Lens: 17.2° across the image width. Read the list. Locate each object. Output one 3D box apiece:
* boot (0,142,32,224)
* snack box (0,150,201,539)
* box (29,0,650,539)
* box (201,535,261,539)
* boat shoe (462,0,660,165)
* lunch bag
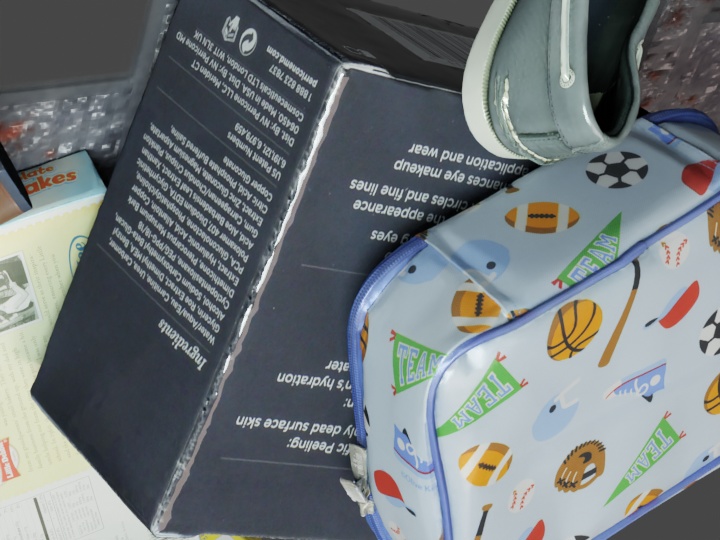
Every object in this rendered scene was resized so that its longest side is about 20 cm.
[{"bbox_3d":[-0.195,-0.053,0.856,0.097,0.075,0.200,-30,148,-1],"label":"boot"},{"bbox_3d":[-0.144,0.056,1.016,0.115,0.037,0.201,-20,127,-12],"label":"snack box"},{"bbox_3d":[0.000,0.000,0.970,0.196,0.117,0.201,9,110,-41],"label":"box"},{"bbox_3d":[-0.137,0.119,1.145,0.117,0.049,0.200,-31,147,5],"label":"box"},{"bbox_3d":[0.104,-0.131,0.884,0.073,0.062,0.201,31,78,-37],"label":"boat shoe"},{"bbox_3d":[0.082,0.039,0.927,0.199,0.076,0.161,-27,133,-23],"label":"lunch bag"}]
